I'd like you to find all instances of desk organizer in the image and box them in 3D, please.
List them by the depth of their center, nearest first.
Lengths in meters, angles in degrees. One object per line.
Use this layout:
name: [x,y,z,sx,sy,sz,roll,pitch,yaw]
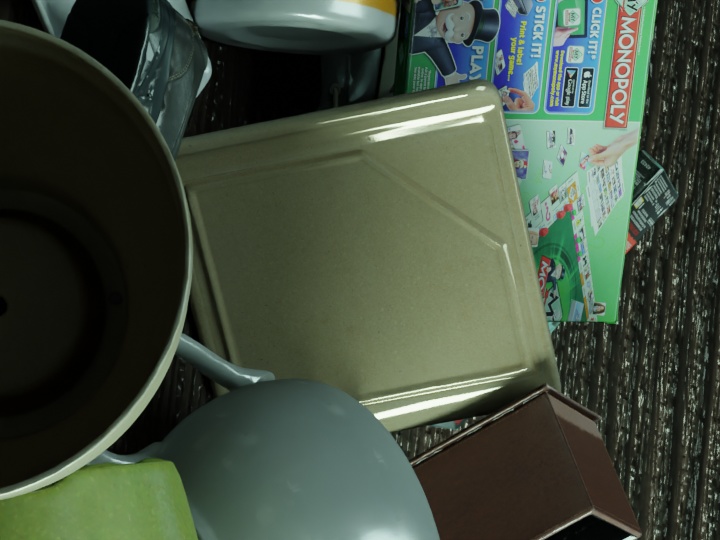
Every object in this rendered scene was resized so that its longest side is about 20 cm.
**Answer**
desk organizer: [0.046,0.149,1.433,0.072,0.200,0.077,31,33,-56]

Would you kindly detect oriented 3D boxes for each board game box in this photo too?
board game box: [0.083,-0.068,1.414,0.029,0.134,0.200,-119,-148,-65]

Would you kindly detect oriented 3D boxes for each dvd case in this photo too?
dvd case: [0.108,0.015,1.540,0.200,0.022,0.146,-48,169,4]

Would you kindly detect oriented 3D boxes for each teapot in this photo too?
teapot: [-0.062,0.151,1.306,0.146,0.200,0.198,-14,125,-32]

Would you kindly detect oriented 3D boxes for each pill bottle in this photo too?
pill bottle: [-0.029,-0.221,1.392,0.112,0.112,0.200,12,79,-59]

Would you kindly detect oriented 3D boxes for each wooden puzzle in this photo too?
wooden puzzle: [0.000,0.000,1.396,0.037,0.185,0.200,-89,166,-62]

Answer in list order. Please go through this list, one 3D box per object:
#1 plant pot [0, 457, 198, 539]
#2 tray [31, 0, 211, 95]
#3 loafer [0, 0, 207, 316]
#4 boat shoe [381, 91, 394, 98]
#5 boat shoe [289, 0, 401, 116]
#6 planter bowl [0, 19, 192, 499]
plant pot: [-0.134,0.183,1.172,0.200,0.200,0.185,1,78,-60]
tray: [-0.136,-0.149,1.299,0.107,0.022,0.200,-57,137,-42]
loafer: [-0.119,-0.036,1.259,0.072,0.073,0.200,25,83,-51]
boat shoe: [0.079,-0.064,1.493,0.200,0.060,0.074,13,79,-51]
boat shoe: [-0.021,-0.078,1.482,0.062,0.073,0.200,12,86,-16]
planter bowl: [-0.164,0.008,1.114,0.135,0.200,0.201,77,21,-78]
